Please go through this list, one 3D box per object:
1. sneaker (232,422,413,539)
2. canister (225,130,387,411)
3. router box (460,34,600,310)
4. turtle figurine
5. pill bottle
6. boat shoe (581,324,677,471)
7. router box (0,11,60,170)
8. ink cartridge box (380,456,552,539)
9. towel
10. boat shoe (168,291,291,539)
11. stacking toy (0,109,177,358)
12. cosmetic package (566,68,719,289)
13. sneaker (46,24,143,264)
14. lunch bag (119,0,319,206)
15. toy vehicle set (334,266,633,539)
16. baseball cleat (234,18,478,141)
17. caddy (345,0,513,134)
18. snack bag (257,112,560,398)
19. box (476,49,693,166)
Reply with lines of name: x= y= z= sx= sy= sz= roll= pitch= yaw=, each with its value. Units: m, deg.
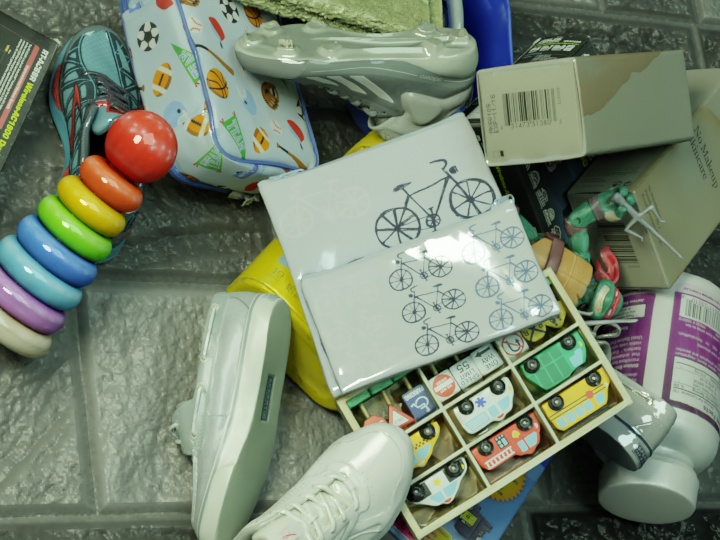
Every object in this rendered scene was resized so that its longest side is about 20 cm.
sneaker: x=-0.037 y=0.192 z=1.524 sx=0.078 sy=0.099 sz=0.200 roll=44 pitch=91 yaw=9
canister: x=0.000 y=0.000 z=1.694 sx=0.149 sy=0.087 sz=0.200 roll=45 pitch=56 yaw=-5
router box: x=0.169 y=-0.081 z=1.785 sx=0.150 sy=0.062 sz=0.201 roll=-45 pitch=122 yaw=-38
turtle figurine: x=0.155 y=-0.002 z=1.677 sx=0.199 sy=0.101 sz=0.150 roll=24 pitch=64 yaw=-12
pill bottle: x=0.255 y=0.110 z=1.773 sx=0.112 sy=0.112 sz=0.201 roll=23 pitch=60 yaw=-19
boat shoe: x=0.183 y=0.078 z=1.715 sx=0.086 sy=0.075 sz=0.202 roll=-44 pitch=52 yaw=-14
router box: x=-0.334 y=-0.123 z=1.561 sx=0.149 sy=0.062 sz=0.201 roll=29 pitch=57 yaw=-15
ink cartridge box: x=0.066 y=0.157 z=1.668 sx=0.136 sy=0.076 sz=0.200 roll=42 pitch=53 yaw=-7
towel: x=-0.023 y=-0.256 z=1.723 sx=0.199 sy=0.037 sz=0.149 roll=14 pitch=49 yaw=-17
boat shoe: x=-0.107 y=0.114 z=1.592 sx=0.071 sy=0.070 sz=0.202 roll=9 pitch=82 yaw=21
stacking toy: x=-0.209 y=-0.035 z=1.527 sx=0.085 sy=0.085 sz=0.200 roll=39 pitch=96 yaw=-9
cosmetic package: x=0.268 y=-0.081 z=1.796 sx=0.200 sy=0.073 sz=0.104 roll=-48 pitch=124 yaw=-37
sneaker: x=-0.194 y=-0.110 z=1.625 sx=0.079 sy=0.095 sz=0.201 roll=7 pitch=66 yaw=-27
lunch bag: x=-0.111 y=-0.153 z=1.689 sx=0.160 sy=0.075 sz=0.201 roll=7 pitch=64 yaw=-54
toy vehicle set: x=0.095 y=0.102 z=1.593 sx=0.199 sy=0.027 sz=0.125 roll=-32 pitch=84 yaw=-8
baseball cleat: x=-0.003 y=-0.149 z=1.667 sx=0.199 sy=0.107 sz=0.070 roll=0 pitch=34 yaw=-7
caddy: x=0.062 y=-0.201 z=1.803 sx=0.141 sy=0.105 sz=0.201 roll=9 pitch=65 yaw=-25
snack bag: x=0.035 y=-0.019 z=1.606 sx=0.188 sy=0.021 sz=0.201 roll=-19 pitch=66 yaw=-3
box: x=0.184 y=-0.132 z=1.665 sx=0.200 sy=0.094 sz=0.078 roll=-12 pitch=97 yaw=-57
